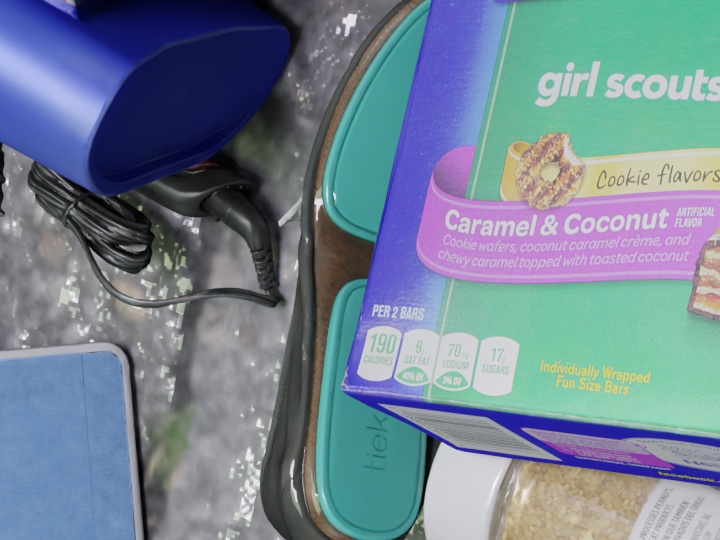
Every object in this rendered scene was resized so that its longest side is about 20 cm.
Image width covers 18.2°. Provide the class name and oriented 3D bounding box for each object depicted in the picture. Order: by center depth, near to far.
[{"bbox_3d":[0.102,-0.044,0.657,0.170,0.075,0.202,4,74,34],"label":"cookie box"},{"bbox_3d":[0.116,0.096,0.697,0.199,0.068,0.069,21,103,31],"label":"sprinkles bottle"},{"bbox_3d":[-0.084,-0.111,0.757,0.105,0.200,0.142,30,109,11],"label":"caddy"},{"bbox_3d":[0.000,0.000,0.762,0.068,0.068,0.202,-19,53,63],"label":"ballet flat"},{"bbox_3d":[-0.142,0.131,0.846,0.014,0.129,0.202,170,95,-67],"label":"tablet"},{"bbox_3d":[-0.112,-0.038,0.856,0.200,0.041,0.077,38,78,19],"label":"hair straightener"}]
